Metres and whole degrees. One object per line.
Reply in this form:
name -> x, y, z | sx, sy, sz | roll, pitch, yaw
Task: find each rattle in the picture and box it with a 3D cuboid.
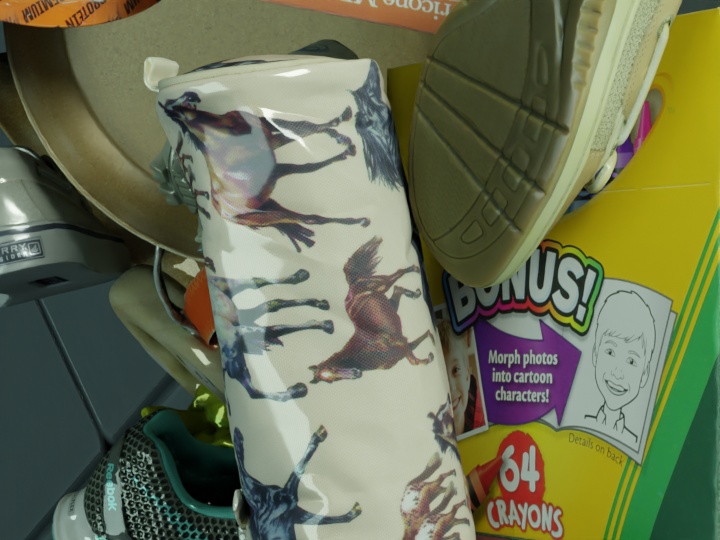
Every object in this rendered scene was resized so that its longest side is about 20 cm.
rattle -> -0.101, 0.064, 1.052 | 0.131, 0.143, 0.200 | 59, 174, 7

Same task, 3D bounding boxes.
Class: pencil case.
pencil case -> -0.018, 0.019, 0.786 | 0.078, 0.089, 0.201 | -51, -50, -78

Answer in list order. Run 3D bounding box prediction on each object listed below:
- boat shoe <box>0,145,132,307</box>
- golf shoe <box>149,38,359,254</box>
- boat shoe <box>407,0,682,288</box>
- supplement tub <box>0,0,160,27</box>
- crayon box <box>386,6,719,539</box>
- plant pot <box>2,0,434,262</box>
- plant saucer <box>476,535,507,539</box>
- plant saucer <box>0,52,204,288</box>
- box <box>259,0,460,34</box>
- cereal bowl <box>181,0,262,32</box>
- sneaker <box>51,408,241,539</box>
boat shoe -> -0.156, -0.025, 1.085 | 0.200, 0.071, 0.070 | 41, -144, -85
golf shoe -> 0.000, 0.000, 0.902 | 0.078, 0.097, 0.200 | 20, 146, 39
boat shoe -> 0.072, -0.082, 0.722 | 0.073, 0.063, 0.201 | 44, 129, 39
supplement tub -> -0.109, -0.196, 0.809 | 0.123, 0.122, 0.201 | 42, 140, 39
crayon box -> 0.080, 0.007, 0.796 | 0.200, 0.058, 0.173 | -3, 87, 58
plant pot -> -0.050, -0.099, 0.932 | 0.199, 0.027, 0.201 | 6, 113, 13
plant saucer -> 0.086, 0.132, 0.942 | 0.199, 0.037, 0.201 | -20, 89, 61
plant saucer -> -0.100, -0.041, 1.082 | 0.200, 0.035, 0.200 | 40, 166, 12
box -> 0.009, -0.191, 0.749 | 0.124, 0.098, 0.201 | 11, 129, 8
cereal bowl -> -0.091, -0.160, 1.009 | 0.200, 0.083, 0.201 | 36, 137, 43
sneaker -> -0.035, 0.127, 1.025 | 0.078, 0.199, 0.091 | -86, 22, -56
